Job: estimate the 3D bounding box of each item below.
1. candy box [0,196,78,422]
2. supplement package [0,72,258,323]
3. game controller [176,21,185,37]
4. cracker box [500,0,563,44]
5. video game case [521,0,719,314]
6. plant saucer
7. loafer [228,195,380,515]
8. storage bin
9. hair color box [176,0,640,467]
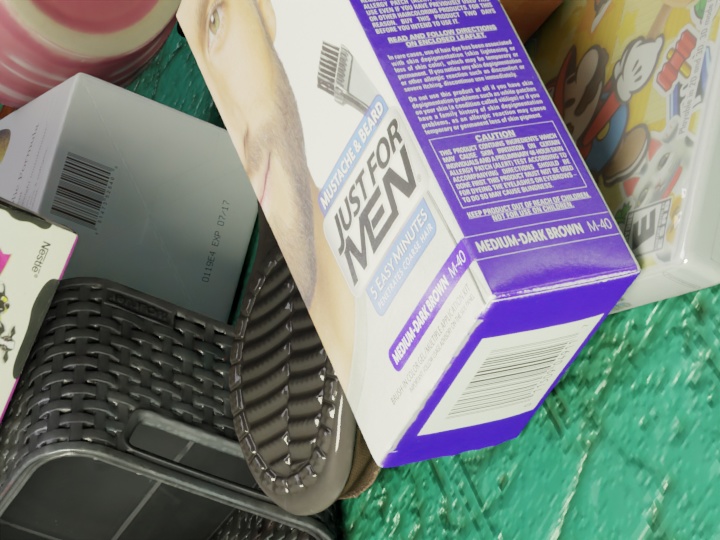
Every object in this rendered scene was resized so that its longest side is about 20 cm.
[{"bbox_3d":[-0.188,0.026,0.919,0.137,0.061,0.200,-67,22,-1],"label":"candy box"},{"bbox_3d":[-0.145,-0.013,1.149,0.200,0.109,0.114,-17,56,62],"label":"supplement package"},{"bbox_3d":[-0.065,-0.227,1.249,0.104,0.042,0.201,-30,43,56],"label":"game controller"},{"bbox_3d":[0.041,-0.196,0.837,0.134,0.057,0.201,-47,50,41],"label":"cracker box"},{"bbox_3d":[0.088,-0.076,0.797,0.182,0.023,0.201,-21,52,61],"label":"video game case"},{"bbox_3d":[-0.152,-0.182,1.139,0.051,0.200,0.201,2,70,43],"label":"plant saucer"},{"bbox_3d":[0.000,0.000,0.873,0.073,0.071,0.201,-21,57,47],"label":"loafer"},{"bbox_3d":[-0.109,0.111,0.925,0.200,0.135,0.094,-51,28,36],"label":"storage bin"},{"bbox_3d":[0.009,-0.048,0.768,0.201,0.065,0.109,66,149,26],"label":"hair color box"}]
